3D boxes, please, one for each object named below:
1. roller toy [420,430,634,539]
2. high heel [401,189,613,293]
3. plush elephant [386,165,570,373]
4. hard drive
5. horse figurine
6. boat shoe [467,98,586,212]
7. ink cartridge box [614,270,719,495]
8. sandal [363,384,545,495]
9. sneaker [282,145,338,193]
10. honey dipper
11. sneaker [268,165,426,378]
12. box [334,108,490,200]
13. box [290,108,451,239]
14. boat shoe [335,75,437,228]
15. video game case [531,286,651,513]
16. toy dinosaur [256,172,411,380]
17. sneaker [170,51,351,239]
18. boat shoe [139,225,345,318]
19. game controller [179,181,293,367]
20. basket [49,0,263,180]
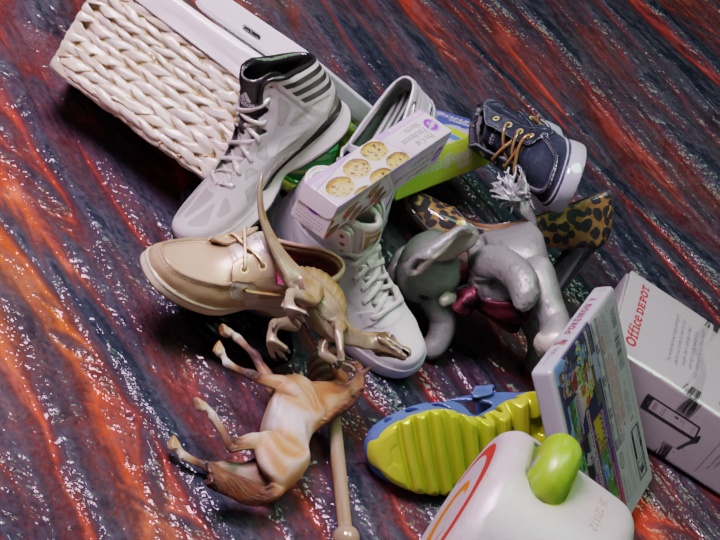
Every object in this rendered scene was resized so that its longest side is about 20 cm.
[{"bbox_3d":[0.121,0.233,1.389,0.139,0.200,0.183,34,69,0],"label":"roller toy"},{"bbox_3d":[0.151,-0.064,1.799,0.199,0.143,0.071,33,12,-9],"label":"high heel"},{"bbox_3d":[0.102,0.015,1.679,0.165,0.153,0.202,105,-29,-86],"label":"plush elephant"},{"bbox_3d":[-0.067,-0.199,1.700,0.131,0.027,0.200,36,3,20],"label":"hard drive"},{"bbox_3d":[-0.076,0.123,1.452,0.132,0.050,0.201,32,43,-11],"label":"horse figurine"},{"bbox_3d":[0.158,-0.114,1.753,0.090,0.071,0.200,20,13,-11],"label":"boat shoe"},{"bbox_3d":[0.319,0.114,1.788,0.199,0.085,0.146,33,34,-3],"label":"ink cartridge box"},{"bbox_3d":[0.082,0.144,1.573,0.198,0.080,0.087,-5,13,-35],"label":"sandal"},{"bbox_3d":[-0.091,-0.162,1.769,0.200,0.084,0.074,45,35,15],"label":"sneaker"},{"bbox_3d":[-0.019,0.152,1.498,0.038,0.038,0.201,17,42,-25],"label":"honey dipper"},{"bbox_3d":[0.000,0.000,1.599,0.074,0.116,0.200,-37,85,-30],"label":"sneaker"},{"bbox_3d":[0.046,-0.129,1.843,0.121,0.048,0.199,21,26,30],"label":"box"},{"bbox_3d":[0.011,-0.087,1.568,0.041,0.039,0.200,37,38,14],"label":"box"},{"bbox_3d":[0.001,-0.097,1.697,0.073,0.201,0.067,17,-21,30],"label":"boat shoe"},{"bbox_3d":[0.210,0.142,1.603,0.182,0.023,0.202,-43,124,-56],"label":"video game case"},{"bbox_3d":[-0.046,0.025,1.484,0.200,0.058,0.101,47,35,-14],"label":"toy dinosaur"},{"bbox_3d":[-0.104,-0.115,1.548,0.075,0.200,0.116,32,-20,42],"label":"sneaker"},{"bbox_3d":[-0.095,-0.006,1.515,0.199,0.069,0.074,8,45,-45],"label":"boat shoe"},{"bbox_3d":[-0.111,0.002,1.590,0.103,0.042,0.201,18,38,-24],"label":"game controller"},{"bbox_3d":[-0.173,-0.180,1.649,0.199,0.124,0.136,35,2,1],"label":"basket"}]
